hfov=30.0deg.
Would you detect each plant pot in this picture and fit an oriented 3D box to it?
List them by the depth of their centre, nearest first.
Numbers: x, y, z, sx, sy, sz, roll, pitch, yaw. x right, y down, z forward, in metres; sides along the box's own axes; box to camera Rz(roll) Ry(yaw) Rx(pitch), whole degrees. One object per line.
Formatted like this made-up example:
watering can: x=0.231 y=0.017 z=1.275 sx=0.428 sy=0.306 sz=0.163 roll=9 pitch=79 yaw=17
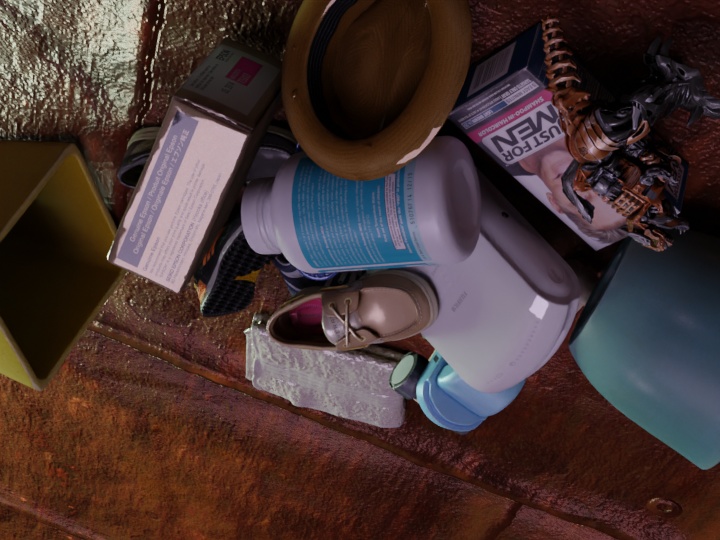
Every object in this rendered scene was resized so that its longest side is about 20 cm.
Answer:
plant pot: x=0.287 y=0.054 z=1.217 sx=0.161 sy=0.201 sz=0.201 roll=29 pitch=143 yaw=4
plant pot: x=-0.404 y=-0.021 z=1.450 sx=0.200 sy=0.194 sz=0.196 roll=12 pitch=143 yaw=25

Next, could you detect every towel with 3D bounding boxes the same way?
towel: x=-0.040 y=0.119 z=1.572 sx=0.200 sy=0.035 sz=0.133 roll=14 pitch=143 yaw=8

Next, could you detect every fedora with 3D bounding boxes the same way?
fedora: x=0.026 y=-0.170 z=1.115 sx=0.200 sy=0.201 sz=0.082 roll=-12 pitch=171 yaw=35

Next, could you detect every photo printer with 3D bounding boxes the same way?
photo printer: x=0.108 y=0.010 z=1.263 sx=0.200 sy=0.069 sz=0.166 roll=49 pitch=139 yaw=15

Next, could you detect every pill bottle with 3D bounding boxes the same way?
pill bottle: x=-0.002 y=-0.055 z=1.182 sx=0.200 sy=0.111 sz=0.111 roll=-4 pitch=137 yaw=23

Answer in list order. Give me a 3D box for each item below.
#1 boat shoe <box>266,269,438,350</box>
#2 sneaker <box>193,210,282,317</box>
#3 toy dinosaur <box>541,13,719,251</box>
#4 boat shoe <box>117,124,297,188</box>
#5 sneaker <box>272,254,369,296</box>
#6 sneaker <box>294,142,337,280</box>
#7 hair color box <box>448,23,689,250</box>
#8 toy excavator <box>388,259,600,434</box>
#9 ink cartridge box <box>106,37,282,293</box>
boat shoe: x=-0.012 y=0.048 z=1.303 sx=0.200 sy=0.069 sz=0.074 roll=-12 pitch=103 yaw=46
sneaker: x=-0.132 y=-0.035 z=1.383 sx=0.070 sy=0.090 sz=0.200 roll=-7 pitch=150 yaw=-30
toy dinosaur: x=0.210 y=-0.113 z=1.070 sx=0.136 sy=0.102 sz=0.200 roll=-34 pitch=122 yaw=6
boat shoe: x=-0.147 y=-0.101 z=1.323 sx=0.200 sy=0.066 sz=0.072 roll=3 pitch=139 yaw=22
sneaker: x=0.000 y=0.000 z=1.378 sx=0.200 sy=0.070 sz=0.109 roll=0 pitch=140 yaw=30
sneaker: x=-0.030 y=-0.092 z=1.284 sx=0.070 sy=0.078 sz=0.200 roll=11 pitch=120 yaw=-2
hair color box: x=0.182 y=-0.111 z=1.165 sx=0.200 sy=0.061 sz=0.100 roll=38 pitch=140 yaw=-22
toy excavator: x=0.147 y=0.079 z=1.369 sx=0.100 sy=0.195 sz=0.200 roll=37 pitch=168 yaw=-20
ink cartridge box: x=-0.136 y=-0.097 z=1.176 sx=0.075 sy=0.200 sz=0.165 roll=25 pitch=114 yaw=-3
